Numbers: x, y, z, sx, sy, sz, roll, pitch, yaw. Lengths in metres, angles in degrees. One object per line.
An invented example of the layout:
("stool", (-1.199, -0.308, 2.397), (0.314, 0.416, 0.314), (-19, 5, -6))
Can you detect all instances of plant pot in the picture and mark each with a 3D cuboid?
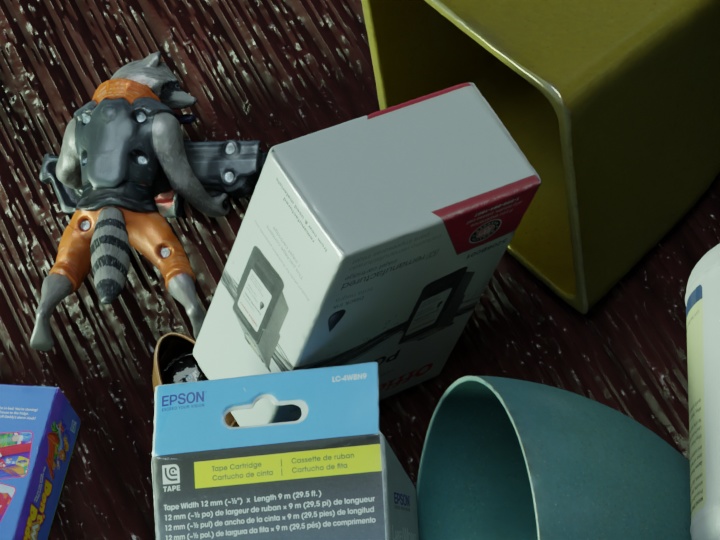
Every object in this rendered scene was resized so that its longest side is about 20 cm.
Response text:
("plant pot", (0.123, 0.157, 1.500), (0.134, 0.201, 0.201), (-1, 52, -18))
("plant pot", (0.141, -0.138, 1.680), (0.199, 0.195, 0.195), (-35, 53, -19))

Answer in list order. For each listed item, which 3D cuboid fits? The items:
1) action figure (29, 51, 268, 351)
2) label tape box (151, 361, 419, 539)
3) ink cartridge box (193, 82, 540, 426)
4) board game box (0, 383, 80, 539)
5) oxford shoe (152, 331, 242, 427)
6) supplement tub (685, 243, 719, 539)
("action figure", (-0.126, -0.051, 1.753), (0.199, 0.105, 0.195), (-8, 65, 14))
("label tape box", (-0.040, 0.161, 1.556), (0.142, 0.066, 0.202), (-7, 77, 19))
("ink cartridge box", (0.000, 0.000, 1.591), (0.145, 0.200, 0.084), (-21, 63, -31))
("board game box", (-0.287, 0.135, 1.710), (0.199, 0.045, 0.135), (3, 58, 19))
("oxford shoe", (-0.076, 0.117, 1.643), (0.071, 0.071, 0.200), (-32, 56, -8))
("supplement tub", (0.242, 0.090, 1.429), (0.144, 0.145, 0.201), (-4, 67, 14))
